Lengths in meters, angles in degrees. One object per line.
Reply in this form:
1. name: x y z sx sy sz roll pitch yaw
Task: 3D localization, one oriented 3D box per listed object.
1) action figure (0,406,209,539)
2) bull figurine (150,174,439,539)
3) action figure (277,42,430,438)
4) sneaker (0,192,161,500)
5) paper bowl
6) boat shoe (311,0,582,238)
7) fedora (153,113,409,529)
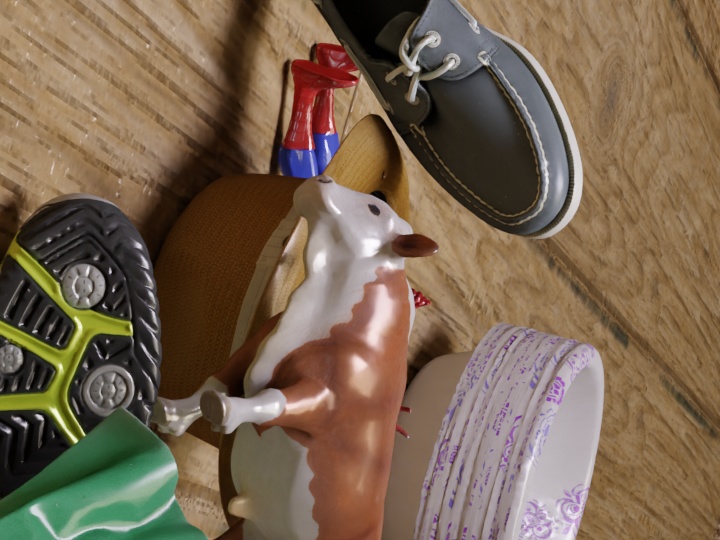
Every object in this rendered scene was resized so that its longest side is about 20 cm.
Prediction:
1. action figure: -0.137 0.131 0.942 0.200 0.118 0.055 -19 158 -38
2. bull figurine: -0.027 0.064 1.084 0.121 0.065 0.200 -20 124 -37
3. action figure: 0.000 0.000 1.325 0.065 0.099 0.200 -40 145 -63
4. sneaker: -0.120 0.065 1.046 0.076 0.075 0.200 -129 -137 -68
5. paper bowl: 0.074 0.131 1.675 0.201 0.104 0.201 15 90 -74
6. boat shoe: 0.021 -0.095 1.183 0.073 0.200 0.062 -42 163 28
7. fedora: -0.044 0.019 1.206 0.201 0.082 0.201 15 90 -74
